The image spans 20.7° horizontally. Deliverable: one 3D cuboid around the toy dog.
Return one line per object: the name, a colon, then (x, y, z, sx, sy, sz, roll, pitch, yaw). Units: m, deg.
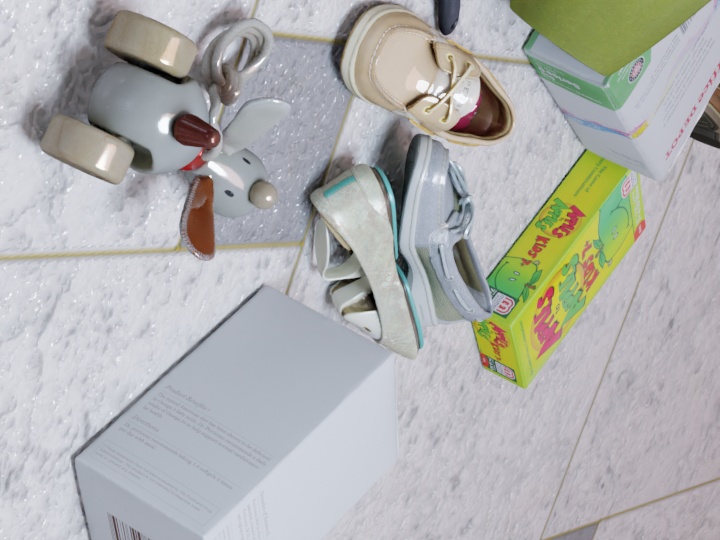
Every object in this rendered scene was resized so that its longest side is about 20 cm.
toy dog: (-0.090, -0.074, 1.146, 0.200, 0.096, 0.132, -6, 119, -58)

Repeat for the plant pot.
plant pot: (0.205, -0.250, 1.459, 0.200, 0.187, 0.187, -55, 154, 13)

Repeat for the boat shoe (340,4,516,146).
boat shoe: (0.055, -0.133, 1.389, 0.200, 0.069, 0.074, 16, 100, -62)

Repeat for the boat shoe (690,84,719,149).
boat shoe: (0.313, -0.165, 1.812, 0.068, 0.072, 0.200, -68, 162, 0)

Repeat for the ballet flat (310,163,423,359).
ballet flat: (0.000, 0.000, 1.437, 0.062, 0.067, 0.200, -24, 137, -10)

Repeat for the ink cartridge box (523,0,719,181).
ink cartridge box: (0.228, -0.183, 1.623, 0.146, 0.087, 0.200, -59, 150, -7)

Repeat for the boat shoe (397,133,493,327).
boat shoe: (0.064, -0.027, 1.473, 0.202, 0.065, 0.075, 83, 11, -50)

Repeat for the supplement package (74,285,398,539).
supplement package: (-0.078, 0.127, 1.333, 0.200, 0.117, 0.118, -42, 145, -33)

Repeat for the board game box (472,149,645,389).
board game box: (0.175, -0.005, 1.724, 0.200, 0.048, 0.102, -51, 150, -22)

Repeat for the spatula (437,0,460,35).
spatula: (0.055, -0.234, 1.356, 0.057, 0.021, 0.200, -49, 150, -28)
